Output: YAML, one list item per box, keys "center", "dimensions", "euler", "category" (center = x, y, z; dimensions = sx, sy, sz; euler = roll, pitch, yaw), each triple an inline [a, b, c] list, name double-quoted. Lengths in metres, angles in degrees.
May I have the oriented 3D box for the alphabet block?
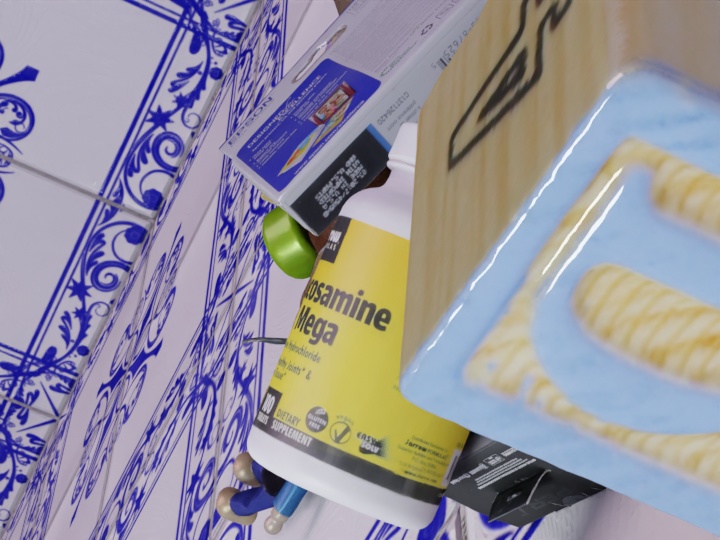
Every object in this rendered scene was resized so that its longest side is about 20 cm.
- center: [0.141, -0.038, 0.772]
  dimensions: [0.197, 0.194, 0.201]
  euler: [-54, 18, 37]
  category: "alphabet block"

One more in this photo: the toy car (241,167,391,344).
- center: [0.000, 0.000, 1.145]
  dimensions: [0.163, 0.159, 0.200]
  euler: [-30, 0, 27]
  category: "toy car"

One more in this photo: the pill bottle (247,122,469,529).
- center: [0.023, 0.028, 0.963]
  dimensions: [0.202, 0.111, 0.112]
  euler: [-68, 13, -2]
  category: "pill bottle"

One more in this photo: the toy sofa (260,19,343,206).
- center: [-0.033, -0.159, 1.878]
  dimensions: [0.201, 0.082, 0.098]
  euler: [-62, 15, 22]
  category: "toy sofa"

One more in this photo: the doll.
- center: [-0.058, 0.167, 1.523]
  dimensions: [0.200, 0.048, 0.137]
  euler: [-39, 22, 52]
  category: "doll"

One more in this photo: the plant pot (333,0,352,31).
- center: [0.058, -0.224, 1.469]
  dimensions: [0.200, 0.198, 0.176]
  euler: [132, 138, -54]
  category: "plant pot"

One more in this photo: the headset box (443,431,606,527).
- center: [0.110, 0.047, 1.003]
  dimensions: [0.149, 0.074, 0.202]
  euler: [-41, 29, 61]
  category: "headset box"

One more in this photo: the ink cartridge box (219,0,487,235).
- center: [0.003, -0.123, 1.170]
  dimensions: [0.198, 0.047, 0.200]
  euler: [-47, 18, 0]
  category: "ink cartridge box"
